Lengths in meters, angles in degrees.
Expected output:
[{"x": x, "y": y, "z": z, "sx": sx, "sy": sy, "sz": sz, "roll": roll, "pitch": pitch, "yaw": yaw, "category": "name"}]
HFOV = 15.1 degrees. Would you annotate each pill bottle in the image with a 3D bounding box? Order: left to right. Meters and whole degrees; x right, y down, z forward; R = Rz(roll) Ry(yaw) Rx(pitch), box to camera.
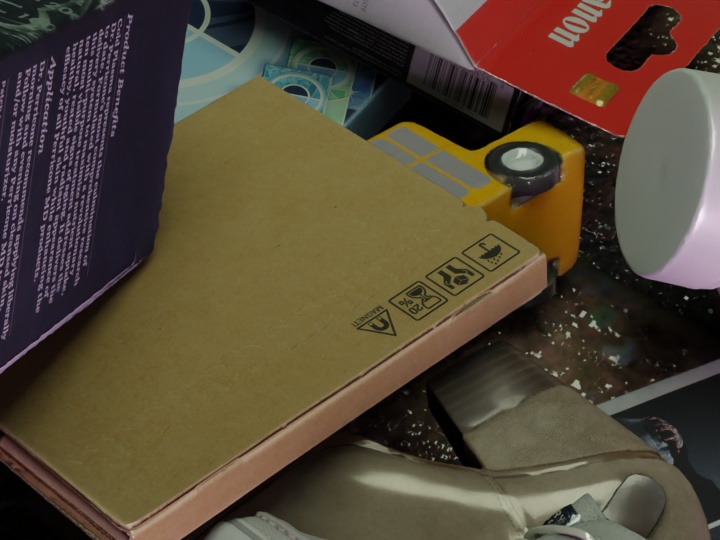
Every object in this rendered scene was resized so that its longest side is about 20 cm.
[{"x": 0.207, "y": -0.021, "z": 1.075, "sx": 0.198, "sy": 0.111, "sz": 0.112, "roll": 10, "pitch": 48, "yaw": -19, "category": "pill bottle"}]

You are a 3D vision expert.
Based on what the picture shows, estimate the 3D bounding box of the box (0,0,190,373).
[{"x": -0.184, "y": -0.054, "z": 0.902, "sx": 0.198, "sy": 0.125, "sz": 0.197, "roll": 15, "pitch": 18, "yaw": 12, "category": "box"}]

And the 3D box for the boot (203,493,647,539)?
[{"x": 0.049, "y": 0.115, "z": 0.925, "sx": 0.199, "sy": 0.074, "sz": 0.096, "roll": 31, "pitch": 82, "yaw": 9, "category": "boot"}]

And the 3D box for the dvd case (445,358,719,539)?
[{"x": 0.143, "y": 0.107, "z": 1.051, "sx": 0.199, "sy": 0.025, "sz": 0.151, "roll": -20, "pitch": 56, "yaw": -19, "category": "dvd case"}]

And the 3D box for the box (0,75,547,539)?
[{"x": -0.058, "y": 0.010, "z": 0.989, "sx": 0.199, "sy": 0.021, "sz": 0.163, "roll": -33, "pitch": 48, "yaw": -29, "category": "box"}]

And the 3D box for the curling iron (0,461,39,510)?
[{"x": -0.112, "y": 0.078, "z": 1.047, "sx": 0.199, "sy": 0.026, "sz": 0.050, "roll": -14, "pitch": 43, "yaw": -17, "category": "curling iron"}]

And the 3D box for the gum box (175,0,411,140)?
[{"x": -0.105, "y": -0.077, "z": 1.165, "sx": 0.199, "sy": 0.045, "sz": 0.170, "roll": 31, "pitch": 54, "yaw": 18, "category": "gum box"}]

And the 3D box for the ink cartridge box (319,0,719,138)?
[{"x": 0.057, "y": -0.146, "z": 1.151, "sx": 0.199, "sy": 0.050, "sz": 0.161, "roll": 25, "pitch": 38, "yaw": 16, "category": "ink cartridge box"}]

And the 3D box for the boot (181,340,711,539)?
[{"x": 0.031, "y": 0.124, "z": 0.984, "sx": 0.199, "sy": 0.070, "sz": 0.147, "roll": -35, "pitch": 67, "yaw": 1, "category": "boot"}]

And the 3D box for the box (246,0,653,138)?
[{"x": 0.054, "y": -0.141, "z": 1.210, "sx": 0.142, "sy": 0.036, "sz": 0.200, "roll": 29, "pitch": 40, "yaw": 17, "category": "box"}]

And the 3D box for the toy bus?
[{"x": 0.000, "y": 0.000, "z": 1.076, "sx": 0.199, "sy": 0.065, "sz": 0.078, "roll": -30, "pitch": 44, "yaw": -34, "category": "toy bus"}]
